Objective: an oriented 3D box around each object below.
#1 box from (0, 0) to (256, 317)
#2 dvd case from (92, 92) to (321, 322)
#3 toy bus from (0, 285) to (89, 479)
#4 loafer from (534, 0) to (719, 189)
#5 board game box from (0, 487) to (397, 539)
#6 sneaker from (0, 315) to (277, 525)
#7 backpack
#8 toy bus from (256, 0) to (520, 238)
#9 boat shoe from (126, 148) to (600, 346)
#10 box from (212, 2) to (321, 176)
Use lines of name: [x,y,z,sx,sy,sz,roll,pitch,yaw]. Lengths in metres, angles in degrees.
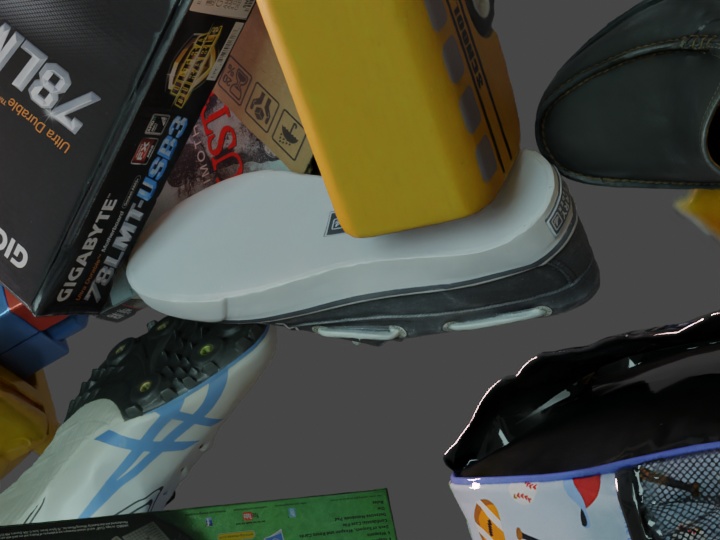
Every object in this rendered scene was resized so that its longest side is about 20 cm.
box: [-0.143,-0.117,0.899,0.200,0.050,0.199,40,109,29]
dvd case: [-0.055,-0.080,0.942,0.199,0.022,0.147,-25,70,31]
toy bus: [-0.212,0.013,0.983,0.191,0.136,0.201,-32,58,11]
loafer: [0.134,-0.062,0.753,0.199,0.072,0.073,-16,112,45]
board game box: [-0.065,0.142,0.813,0.023,0.199,0.105,-35,62,51]
sneaker: [-0.104,0.090,0.936,0.200,0.072,0.072,-45,26,10]
backpack: [0.132,0.077,0.699,0.190,0.200,0.155,-6,96,39]
toy bus: [-0.003,-0.119,0.777,0.065,0.078,0.201,-10,114,24]
boat shoe: [0.000,0.000,0.863,0.199,0.068,0.072,-9,45,27]
box: [-0.052,-0.161,0.884,0.200,0.021,0.164,45,129,26]
